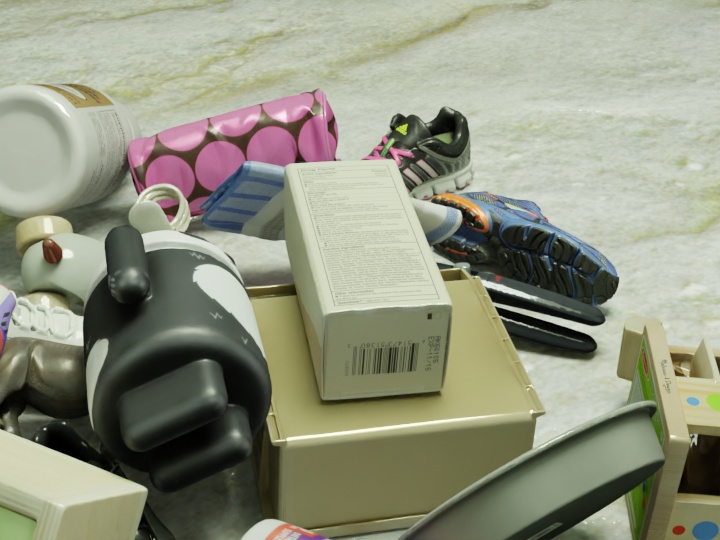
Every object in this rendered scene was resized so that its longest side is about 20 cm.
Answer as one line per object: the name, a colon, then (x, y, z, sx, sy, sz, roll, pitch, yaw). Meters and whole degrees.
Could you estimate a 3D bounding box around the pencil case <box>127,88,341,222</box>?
pencil case: (-0.115, -0.102, 1.190, 0.199, 0.091, 0.094, -17, 82, -2)

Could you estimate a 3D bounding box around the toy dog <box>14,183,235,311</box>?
toy dog: (-0.202, -0.009, 1.061, 0.199, 0.096, 0.133, -23, 78, -25)

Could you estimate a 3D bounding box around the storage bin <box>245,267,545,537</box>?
storage bin: (0.013, 0.091, 0.956, 0.198, 0.094, 0.199, -5, 35, -11)

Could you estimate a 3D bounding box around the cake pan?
cake pan: (0.112, 0.151, 0.811, 0.199, 0.201, 0.037, -19, 69, -28)

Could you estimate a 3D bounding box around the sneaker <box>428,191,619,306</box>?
sneaker: (0.155, -0.030, 1.160, 0.199, 0.076, 0.078, 30, 40, 31)

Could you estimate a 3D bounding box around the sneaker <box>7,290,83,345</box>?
sneaker: (-0.269, 0.057, 0.988, 0.198, 0.088, 0.075, -4, 34, -12)

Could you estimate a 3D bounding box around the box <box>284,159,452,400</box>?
box: (0.000, 0.000, 0.935, 0.094, 0.078, 0.201, -3, 35, -9)

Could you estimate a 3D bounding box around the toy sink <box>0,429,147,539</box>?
toy sink: (-0.253, 0.165, 0.763, 0.199, 0.131, 0.112, 18, 2, 19)

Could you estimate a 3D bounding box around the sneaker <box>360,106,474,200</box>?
sneaker: (0.035, -0.110, 1.248, 0.199, 0.088, 0.074, -21, 42, -30)

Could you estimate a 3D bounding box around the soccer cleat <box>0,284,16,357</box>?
soccer cleat: (-0.294, 0.074, 0.887, 0.068, 0.200, 0.073, 40, 51, -9)

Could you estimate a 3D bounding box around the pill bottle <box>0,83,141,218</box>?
pill bottle: (-0.274, -0.115, 1.164, 0.113, 0.115, 0.200, 8, 10, 7)

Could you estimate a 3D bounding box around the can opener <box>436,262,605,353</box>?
can opener: (0.111, 0.026, 1.082, 0.199, 0.064, 0.079, 12, 35, 13)

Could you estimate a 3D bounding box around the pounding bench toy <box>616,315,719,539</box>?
pounding bench toy: (0.278, 0.108, 0.924, 0.155, 0.125, 0.201, 4, 35, 1)

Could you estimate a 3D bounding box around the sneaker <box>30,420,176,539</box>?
sneaker: (-0.164, 0.174, 0.825, 0.076, 0.091, 0.199, -31, 48, -34)

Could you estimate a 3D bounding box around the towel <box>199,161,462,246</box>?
towel: (-0.027, -0.045, 1.081, 0.199, 0.147, 0.024, 12, 72, -20)

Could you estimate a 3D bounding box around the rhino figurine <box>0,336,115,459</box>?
rhino figurine: (-0.192, 0.092, 0.951, 0.199, 0.060, 0.088, 5, 51, -23)

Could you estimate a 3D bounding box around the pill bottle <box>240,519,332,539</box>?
pill bottle: (0.014, 0.230, 0.741, 0.199, 0.112, 0.112, 16, 37, 18)

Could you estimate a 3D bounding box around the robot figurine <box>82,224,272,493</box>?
robot figurine: (-0.126, 0.057, 0.866, 0.124, 0.151, 0.200, 9, 30, -20)
